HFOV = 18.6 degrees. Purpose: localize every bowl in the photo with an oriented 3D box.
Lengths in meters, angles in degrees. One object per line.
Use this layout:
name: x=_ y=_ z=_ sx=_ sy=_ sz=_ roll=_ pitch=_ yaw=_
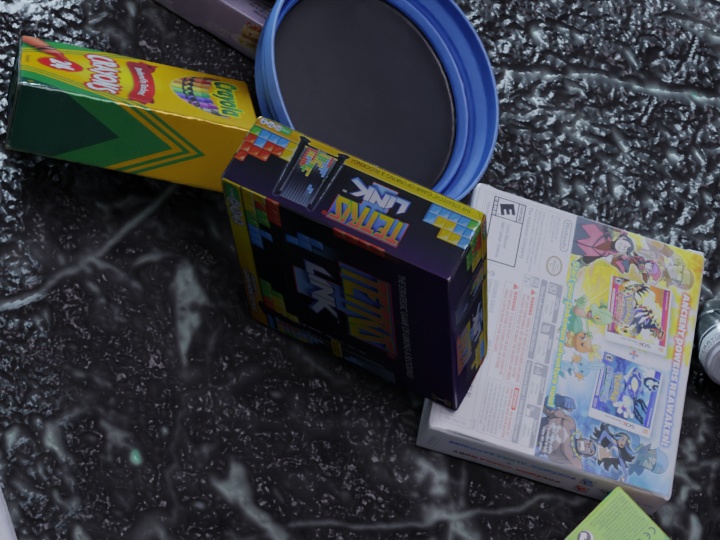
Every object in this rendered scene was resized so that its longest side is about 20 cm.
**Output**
bowl: x=0.010 y=-0.130 z=1.596 sx=0.200 sy=0.039 sz=0.202 roll=13 pitch=67 yaw=-32

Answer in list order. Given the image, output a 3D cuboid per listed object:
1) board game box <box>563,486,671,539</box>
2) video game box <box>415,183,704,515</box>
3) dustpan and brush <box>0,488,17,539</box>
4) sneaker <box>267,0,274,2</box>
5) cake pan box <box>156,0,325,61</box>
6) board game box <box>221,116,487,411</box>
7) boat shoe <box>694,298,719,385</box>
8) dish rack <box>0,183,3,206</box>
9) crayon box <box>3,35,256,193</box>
board game box: x=0.212 y=0.253 z=1.500 sx=0.095 sy=0.030 sz=0.200 roll=-43 pitch=80 yaw=-7
video game box: x=0.146 y=0.055 z=1.578 sx=0.181 sy=0.047 sz=0.201 roll=17 pitch=62 yaw=-6
dustpan and brush: x=-0.324 y=0.174 z=1.384 sx=0.199 sy=0.057 sz=0.140 roll=-11 pitch=68 yaw=-28
sneaker: x=-0.068 y=-0.300 z=1.612 sx=0.107 sy=0.067 sz=0.202 roll=28 pitch=63 yaw=-6
cake pan box: x=-0.096 y=-0.272 z=1.657 sx=0.199 sy=0.052 sz=0.185 roll=32 pitch=59 yaw=-1
board game box: x=0.000 y=0.000 z=1.449 sx=0.164 sy=0.200 sz=0.057 roll=25 pitch=67 yaw=16
boat shoe: x=0.336 y=0.058 z=1.619 sx=0.199 sy=0.072 sz=0.071 roll=16 pitch=38 yaw=-22
dish rack: x=-0.351 y=-0.099 z=1.498 sx=0.153 sy=0.055 sz=0.200 roll=-30 pitch=75 yaw=-28
crayon box: x=-0.143 y=-0.105 z=1.525 sx=0.199 sy=0.051 sz=0.127 roll=11 pitch=18 yaw=-13
